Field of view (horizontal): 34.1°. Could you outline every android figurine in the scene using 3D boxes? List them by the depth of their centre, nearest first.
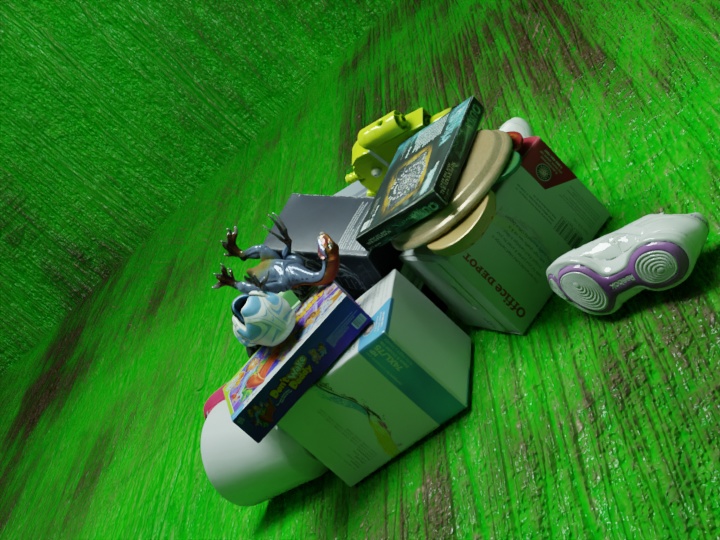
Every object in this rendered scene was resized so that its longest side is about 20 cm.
[{"bbox_3d":[0.071,-0.152,1.592,0.200,0.182,0.041,-24,50,31],"label":"android figurine"}]

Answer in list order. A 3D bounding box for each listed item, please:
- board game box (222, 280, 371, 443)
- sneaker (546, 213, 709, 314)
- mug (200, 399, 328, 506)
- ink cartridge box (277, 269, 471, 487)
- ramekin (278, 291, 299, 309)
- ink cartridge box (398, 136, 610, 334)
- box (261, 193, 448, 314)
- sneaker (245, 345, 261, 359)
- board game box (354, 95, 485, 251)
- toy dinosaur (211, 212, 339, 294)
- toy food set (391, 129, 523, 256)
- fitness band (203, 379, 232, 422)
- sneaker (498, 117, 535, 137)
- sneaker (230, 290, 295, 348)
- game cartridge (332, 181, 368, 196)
[{"bbox_3d":[-0.081,0.104,1.437,0.200,0.045,0.134,-48,16,0],"label":"board game box"},{"bbox_3d":[0.293,-0.010,1.277,0.200,0.075,0.100,-17,20,49],"label":"sneaker"},{"bbox_3d":[-0.105,0.216,1.585,0.153,0.149,0.187,-21,37,38],"label":"mug"},{"bbox_3d":[0.016,0.135,1.462,0.200,0.146,0.147,-39,19,25],"label":"ink cartridge box"},{"bbox_3d":[-0.080,0.053,1.926,0.200,0.098,0.200,-41,19,17],"label":"ramekin"},{"bbox_3d":[0.178,-0.042,1.474,0.200,0.145,0.145,-51,19,-15],"label":"ink cartridge box"},{"bbox_3d":[0.000,0.000,1.582,0.182,0.200,0.104,5,55,37],"label":"box"},{"bbox_3d":[-0.073,0.135,1.609,0.088,0.199,0.076,-13,59,65],"label":"sneaker"},{"bbox_3d":[0.075,-0.119,1.428,0.135,0.028,0.200,-30,24,40],"label":"board game box"},{"bbox_3d":[-0.096,-0.007,1.503,0.181,0.200,0.105,12,75,23],"label":"toy dinosaur"},{"bbox_3d":[0.115,-0.095,1.414,0.198,0.049,0.200,-55,20,-22],"label":"toy food set"},{"bbox_3d":[-0.139,0.192,1.715,0.200,0.143,0.038,-36,53,33],"label":"fitness band"},{"bbox_3d":[0.196,-0.118,1.600,0.100,0.075,0.201,38,-116,-68],"label":"sneaker"},{"bbox_3d":[-0.132,0.056,1.468,0.072,0.072,0.200,-52,10,-13],"label":"sneaker"},{"bbox_3d":[0.038,-0.092,1.687,0.133,0.041,0.200,12,24,23],"label":"game cartridge"}]
